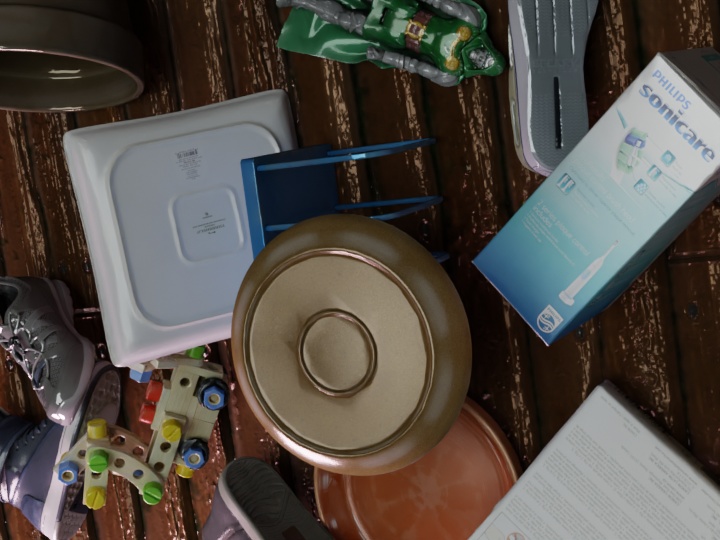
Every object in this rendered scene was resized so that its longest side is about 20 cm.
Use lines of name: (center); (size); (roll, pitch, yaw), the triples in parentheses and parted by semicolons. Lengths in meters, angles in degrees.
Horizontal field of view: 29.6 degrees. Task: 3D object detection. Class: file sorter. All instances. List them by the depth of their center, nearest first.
file sorter: (0.000, 0.000, 1.094); (0.121, 0.138, 0.203); (-4, 98, 26)

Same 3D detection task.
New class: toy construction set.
toy construction set: (-0.191, 0.126, 1.226); (0.129, 0.093, 0.202); (16, 121, -13)

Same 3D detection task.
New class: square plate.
square plate: (-0.132, -0.038, 1.146); (0.028, 0.197, 0.201); (180, 77, -73)

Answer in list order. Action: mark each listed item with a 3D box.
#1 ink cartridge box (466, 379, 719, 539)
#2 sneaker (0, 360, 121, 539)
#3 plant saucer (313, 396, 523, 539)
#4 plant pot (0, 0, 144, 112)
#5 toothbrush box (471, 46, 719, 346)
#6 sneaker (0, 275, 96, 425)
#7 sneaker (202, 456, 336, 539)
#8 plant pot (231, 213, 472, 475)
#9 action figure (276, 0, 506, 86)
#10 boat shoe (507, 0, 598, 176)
ink cartridge box: (0.184, 0.213, 1.054); (0.162, 0.057, 0.201); (42, 105, 15)
sneaker: (-0.320, 0.151, 1.336); (0.145, 0.077, 0.204); (30, 114, 18)
plant saucer: (0.052, 0.190, 1.160); (0.198, 0.032, 0.203); (7, 103, 28)
plant pot: (-0.286, -0.247, 1.194); (0.198, 0.199, 0.176); (-4, 81, 30)
toothbrush box: (0.193, -0.056, 0.968); (0.085, 0.146, 0.200); (48, 119, 12)
sneaker: (-0.301, 0.072, 1.255); (0.075, 0.081, 0.200); (-62, 35, 17)
sneaker: (-0.068, 0.271, 1.208); (0.201, 0.074, 0.107); (55, 142, 25)
plant pot: (-0.014, 0.060, 1.023); (0.197, 0.027, 0.203); (4, 101, 22)
action figure: (0.029, -0.201, 1.090); (0.198, 0.055, 0.120); (25, 108, 19)
boat shoe: (0.135, -0.171, 1.026); (0.062, 0.071, 0.203); (-177, 89, -73)
